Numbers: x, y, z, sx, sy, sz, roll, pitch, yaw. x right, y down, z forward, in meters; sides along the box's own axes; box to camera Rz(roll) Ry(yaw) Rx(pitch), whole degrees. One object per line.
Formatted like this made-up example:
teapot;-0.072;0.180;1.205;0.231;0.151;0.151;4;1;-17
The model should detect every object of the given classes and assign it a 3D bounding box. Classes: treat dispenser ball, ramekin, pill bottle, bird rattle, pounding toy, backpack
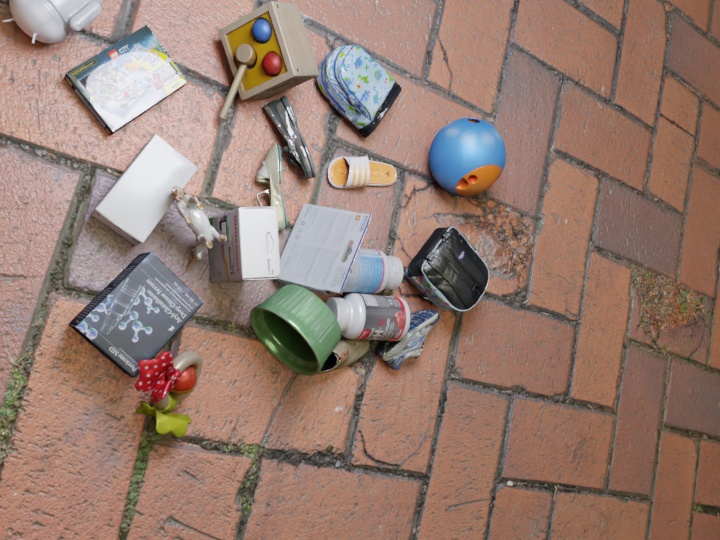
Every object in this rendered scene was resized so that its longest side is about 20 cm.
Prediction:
treat dispenser ball;0.280;-0.298;1.626;0.200;0.201;0.202;2;87;-31
ramekin;-0.138;0.126;1.363;0.098;0.200;0.200;-47;111;-32
pill bottle;0.012;0.112;1.500;0.199;0.111;0.111;6;85;-31
pill bottle;0.000;0.000;1.498;0.199;0.109;0.109;5;85;-31
bird rattle;-0.380;0.223;1.237;0.163;0.112;0.201;-49;154;-50
pounding toy;-0.222;-0.453;1.351;0.142;0.199;0.185;-30;105;-57
backpack;-0.009;-0.452;1.507;0.200;0.154;0.164;36;77;-11
backpack;0.230;0.007;1.612;0.200;0.150;0.178;43;70;-15

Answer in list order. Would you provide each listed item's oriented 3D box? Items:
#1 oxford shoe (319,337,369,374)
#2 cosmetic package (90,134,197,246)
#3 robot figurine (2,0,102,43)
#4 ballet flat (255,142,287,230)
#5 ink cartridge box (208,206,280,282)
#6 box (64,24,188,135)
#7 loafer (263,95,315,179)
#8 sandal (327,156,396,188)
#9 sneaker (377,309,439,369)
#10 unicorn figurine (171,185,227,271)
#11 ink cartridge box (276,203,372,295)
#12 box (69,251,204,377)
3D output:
oxford shoe;-0.052;0.207;1.477;0.199;0.075;0.071;-19;98;-30
cosmetic package;-0.437;-0.161;1.258;0.113;0.081;0.200;41;69;-23
robot figurine;-0.573;-0.511;1.170;0.169;0.113;0.200;30;68;14
ballet flat;-0.207;-0.189;1.410;0.069;0.069;0.201;-6;91;-31
ink cartridge box;-0.248;-0.050;1.296;0.084;0.200;0.146;-3;89;-32
box;-0.474;-0.390;1.268;0.200;0.038;0.137;-44;110;-25
loafer;-0.165;-0.302;1.445;0.063;0.072;0.201;-22;92;-10
sandal;0.016;-0.249;1.547;0.206;0.059;0.080;-6;91;-31
sneaker;0.132;0.178;1.601;0.200;0.077;0.085;-38;117;-19
unicorn figurine;-0.328;-0.085;1.255;0.074;0.137;0.201;-22;114;-25
ink cartridge box;-0.081;-0.047;1.405;0.041;0.199;0.200;42;65;-54
box;-0.442;0.084;1.228;0.149;0.107;0.200;48;67;-21
